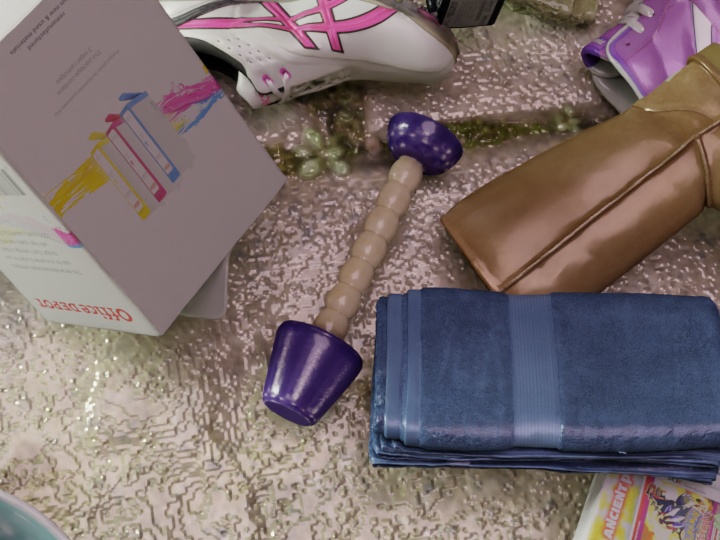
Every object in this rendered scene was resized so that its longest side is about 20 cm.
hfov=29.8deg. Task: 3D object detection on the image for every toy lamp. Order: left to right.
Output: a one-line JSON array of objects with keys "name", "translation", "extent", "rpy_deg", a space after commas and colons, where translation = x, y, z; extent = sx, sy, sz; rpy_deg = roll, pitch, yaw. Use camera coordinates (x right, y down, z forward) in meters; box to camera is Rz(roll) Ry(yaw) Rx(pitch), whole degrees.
[{"name": "toy lamp", "translation": [0.000, 0.000, 0.823], "extent": [0.058, 0.058, 0.200], "rpy_deg": [27, 70, 4]}]

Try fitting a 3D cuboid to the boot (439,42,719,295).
[{"name": "boot", "translation": [0.177, -0.019, 0.817], "extent": [0.200, 0.066, 0.175], "rpy_deg": [-35, 68, 1]}]

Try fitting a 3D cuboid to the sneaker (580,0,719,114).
[{"name": "sneaker", "translation": [0.195, -0.181, 0.889], "extent": [0.114, 0.073, 0.201], "rpy_deg": [-9, 73, -6]}]

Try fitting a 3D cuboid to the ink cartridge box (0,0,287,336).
[{"name": "ink cartridge box", "translation": [-0.151, -0.062, 0.752], "extent": [0.125, 0.128, 0.200], "rpy_deg": [-53, 125, -26]}]

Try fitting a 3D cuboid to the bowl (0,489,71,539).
[{"name": "bowl", "translation": [-0.229, 0.213, 0.700], "extent": [0.200, 0.105, 0.202], "rpy_deg": [4, 73, -13]}]

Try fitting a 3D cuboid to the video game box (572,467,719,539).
[{"name": "video game box", "translation": [0.223, 0.142, 0.773], "extent": [0.182, 0.047, 0.200], "rpy_deg": [26, 56, 2]}]

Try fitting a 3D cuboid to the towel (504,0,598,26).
[{"name": "towel", "translation": [0.082, -0.253, 0.922], "extent": [0.199, 0.037, 0.149], "rpy_deg": [20, 72, 1]}]

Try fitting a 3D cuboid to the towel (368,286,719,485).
[{"name": "towel", "translation": [0.105, 0.061, 0.760], "extent": [0.199, 0.049, 0.112], "rpy_deg": [1, 52, 4]}]

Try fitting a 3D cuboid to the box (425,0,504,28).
[{"name": "box", "translation": [0.060, -0.272, 0.824], "extent": [0.046, 0.159, 0.201], "rpy_deg": [-6, 74, -8]}]

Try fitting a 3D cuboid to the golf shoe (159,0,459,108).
[{"name": "golf shoe", "translation": [-0.038, -0.138, 0.859], "extent": [0.199, 0.073, 0.092], "rpy_deg": [12, 77, 10]}]
